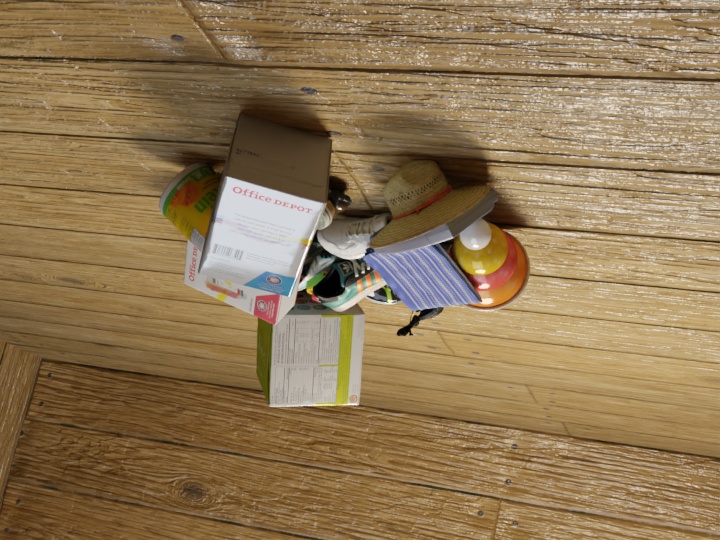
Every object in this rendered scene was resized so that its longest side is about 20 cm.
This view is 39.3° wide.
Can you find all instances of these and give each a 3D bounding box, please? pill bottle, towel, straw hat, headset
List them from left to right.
[{"bbox_3d":[-0.223,-0.072,1.643,0.200,0.111,0.111,43,168,12],"label":"pill bottle"},{"bbox_3d":[0.104,0.055,1.948,0.123,0.094,0.200,43,159,24],"label":"headset"},{"bbox_3d":[0.082,-0.114,1.480,0.201,0.201,0.085,-12,109,54],"label":"straw hat"},{"bbox_3d":[0.096,0.010,1.651,0.145,0.024,0.200,49,154,-17],"label":"towel"}]

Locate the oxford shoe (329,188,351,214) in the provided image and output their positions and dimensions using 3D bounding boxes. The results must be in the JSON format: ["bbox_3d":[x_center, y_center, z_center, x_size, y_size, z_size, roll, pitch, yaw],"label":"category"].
[{"bbox_3d":[-0.085,-0.089,1.694,0.072,0.085,0.199,24,158,-32],"label":"oxford shoe"}]

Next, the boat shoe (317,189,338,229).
[{"bbox_3d":[-0.124,-0.128,1.619,0.199,0.062,0.075,22,143,19],"label":"boat shoe"}]

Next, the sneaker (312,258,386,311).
[{"bbox_3d":[0.000,0.000,1.807,0.200,0.072,0.080,-40,148,18],"label":"sneaker"}]

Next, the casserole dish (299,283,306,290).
[{"bbox_3d":[-0.154,-0.014,1.928,0.120,0.039,0.201,-17,140,4],"label":"casserole dish"}]

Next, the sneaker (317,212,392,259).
[{"bbox_3d":[0.023,-0.069,1.730,0.198,0.078,0.100,2,155,3],"label":"sneaker"}]

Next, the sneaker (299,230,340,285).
[{"bbox_3d":[-0.081,-0.015,1.863,0.199,0.078,0.086,-28,158,26],"label":"sneaker"}]

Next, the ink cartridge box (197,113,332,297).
[{"bbox_3d":[-0.139,-0.093,1.473,0.146,0.147,0.201,15,134,-10],"label":"ink cartridge box"}]

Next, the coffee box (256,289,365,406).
[{"bbox_3d":[-0.112,0.156,2.126,0.196,0.202,0.200,0,-165,-14],"label":"coffee box"}]

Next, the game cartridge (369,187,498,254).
[{"bbox_3d":[0.104,-0.073,1.551,0.199,0.133,0.041,-11,114,55],"label":"game cartridge"}]

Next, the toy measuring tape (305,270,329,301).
[{"bbox_3d":[-0.076,0.034,1.962,0.073,0.074,0.200,13,166,-6],"label":"toy measuring tape"}]

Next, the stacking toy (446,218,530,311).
[{"bbox_3d":[0.194,-0.032,1.594,0.145,0.147,0.200,7,161,13],"label":"stacking toy"}]

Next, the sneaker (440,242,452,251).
[{"bbox_3d":[0.191,0.009,1.845,0.084,0.075,0.200,7,163,30],"label":"sneaker"}]

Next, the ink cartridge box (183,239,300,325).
[{"bbox_3d":[-0.210,-0.013,1.800,0.199,0.083,0.146,23,127,14],"label":"ink cartridge box"}]

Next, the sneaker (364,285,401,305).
[{"bbox_3d":[0.015,0.015,1.993,0.199,0.072,0.083,14,162,-10],"label":"sneaker"}]
